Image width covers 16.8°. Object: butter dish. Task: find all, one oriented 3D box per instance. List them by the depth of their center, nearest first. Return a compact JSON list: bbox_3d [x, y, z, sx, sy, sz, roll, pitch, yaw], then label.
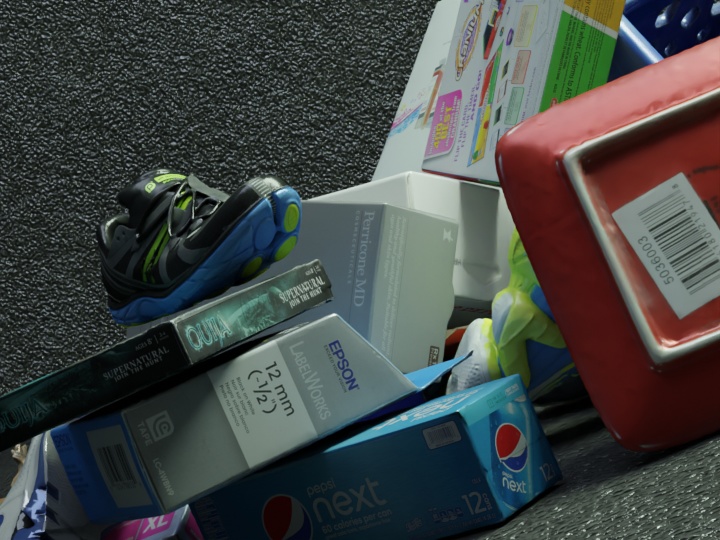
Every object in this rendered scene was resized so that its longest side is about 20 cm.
[{"bbox_3d":[0.196,-0.007,1.329,0.199,0.200,0.148,-22,-19,0],"label":"butter dish"}]

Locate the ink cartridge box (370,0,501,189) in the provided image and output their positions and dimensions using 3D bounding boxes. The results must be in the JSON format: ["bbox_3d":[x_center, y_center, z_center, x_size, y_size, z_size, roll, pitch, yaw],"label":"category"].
[{"bbox_3d":[0.118,-0.098,1.803,0.145,0.145,0.200,-15,51,57],"label":"ink cartridge box"}]

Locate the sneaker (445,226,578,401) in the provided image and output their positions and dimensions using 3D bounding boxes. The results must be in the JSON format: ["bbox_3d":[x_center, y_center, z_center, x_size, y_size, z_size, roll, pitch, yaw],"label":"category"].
[{"bbox_3d":[0.119,0.046,1.439,0.076,0.105,0.200,-83,13,-52],"label":"sneaker"}]

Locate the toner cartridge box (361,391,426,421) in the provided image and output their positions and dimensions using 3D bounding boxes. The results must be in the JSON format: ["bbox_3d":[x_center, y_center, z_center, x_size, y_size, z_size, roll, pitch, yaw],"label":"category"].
[{"bbox_3d":[-0.051,0.133,1.606,0.200,0.043,0.095,-26,7,-41],"label":"toner cartridge box"}]

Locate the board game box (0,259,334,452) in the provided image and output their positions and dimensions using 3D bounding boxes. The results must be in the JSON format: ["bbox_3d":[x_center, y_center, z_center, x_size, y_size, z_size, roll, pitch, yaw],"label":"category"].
[{"bbox_3d":[-0.109,0.045,1.327,0.135,0.028,0.200,-24,0,22],"label":"board game box"}]

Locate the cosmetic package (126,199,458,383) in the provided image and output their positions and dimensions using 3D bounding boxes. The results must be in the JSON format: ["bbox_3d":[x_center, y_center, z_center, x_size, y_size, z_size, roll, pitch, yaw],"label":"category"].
[{"bbox_3d":[-0.044,0.011,1.528,0.200,0.107,0.090,0,-8,39],"label":"cosmetic package"}]

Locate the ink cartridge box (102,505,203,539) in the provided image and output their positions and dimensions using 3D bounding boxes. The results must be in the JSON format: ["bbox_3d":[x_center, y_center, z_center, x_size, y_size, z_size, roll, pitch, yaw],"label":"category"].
[{"bbox_3d":[-0.127,0.132,1.511,0.119,0.042,0.200,-25,23,26],"label":"ink cartridge box"}]

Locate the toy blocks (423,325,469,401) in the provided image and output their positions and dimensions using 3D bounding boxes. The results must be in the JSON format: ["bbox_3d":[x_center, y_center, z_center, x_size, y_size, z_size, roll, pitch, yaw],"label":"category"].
[{"bbox_3d":[0.064,0.059,1.728,0.200,0.100,0.137,-5,28,46],"label":"toy blocks"}]

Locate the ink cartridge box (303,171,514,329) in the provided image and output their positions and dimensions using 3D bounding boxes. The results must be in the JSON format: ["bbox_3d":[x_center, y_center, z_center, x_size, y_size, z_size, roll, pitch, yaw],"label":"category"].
[{"bbox_3d":[0.000,0.000,1.641,0.200,0.084,0.146,-14,-13,35],"label":"ink cartridge box"}]

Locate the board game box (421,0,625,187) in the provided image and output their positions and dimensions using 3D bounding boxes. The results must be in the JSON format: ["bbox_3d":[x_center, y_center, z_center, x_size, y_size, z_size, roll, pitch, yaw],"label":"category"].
[{"bbox_3d":[0.104,-0.128,1.571,0.040,0.153,0.200,13,2,-17],"label":"board game box"}]

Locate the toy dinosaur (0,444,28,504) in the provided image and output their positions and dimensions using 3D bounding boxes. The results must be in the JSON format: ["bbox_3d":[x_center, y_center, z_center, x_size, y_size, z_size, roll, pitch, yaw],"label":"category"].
[{"bbox_3d":[-0.215,0.177,1.721,0.136,0.086,0.200,-11,15,38],"label":"toy dinosaur"}]

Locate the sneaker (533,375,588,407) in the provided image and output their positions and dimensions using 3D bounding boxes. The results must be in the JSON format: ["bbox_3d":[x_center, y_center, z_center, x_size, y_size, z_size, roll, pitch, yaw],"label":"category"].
[{"bbox_3d":[0.157,0.034,1.504,0.200,0.078,0.079,-20,-1,21],"label":"sneaker"}]

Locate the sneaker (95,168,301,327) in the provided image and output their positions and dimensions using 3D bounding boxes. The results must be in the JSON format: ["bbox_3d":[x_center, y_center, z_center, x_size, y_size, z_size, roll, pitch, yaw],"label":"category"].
[{"bbox_3d":[-0.103,-0.021,1.397,0.071,0.083,0.200,-23,1,-32],"label":"sneaker"}]

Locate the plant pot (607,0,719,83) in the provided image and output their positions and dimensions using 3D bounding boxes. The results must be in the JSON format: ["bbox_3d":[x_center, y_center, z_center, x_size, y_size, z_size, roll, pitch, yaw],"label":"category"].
[{"bbox_3d":[0.246,-0.085,1.625,0.200,0.200,0.180,-27,-21,-36],"label":"plant pot"}]

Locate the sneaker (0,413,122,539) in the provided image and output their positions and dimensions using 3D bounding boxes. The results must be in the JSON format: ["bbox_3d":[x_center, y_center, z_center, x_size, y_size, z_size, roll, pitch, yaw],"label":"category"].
[{"bbox_3d":[-0.201,0.168,1.401,0.115,0.081,0.199,-30,28,25],"label":"sneaker"}]

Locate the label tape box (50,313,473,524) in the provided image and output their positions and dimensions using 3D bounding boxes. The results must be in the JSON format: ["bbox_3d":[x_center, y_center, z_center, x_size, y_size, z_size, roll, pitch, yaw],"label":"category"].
[{"bbox_3d":[-0.056,0.071,1.354,0.200,0.066,0.143,-26,2,-23],"label":"label tape box"}]

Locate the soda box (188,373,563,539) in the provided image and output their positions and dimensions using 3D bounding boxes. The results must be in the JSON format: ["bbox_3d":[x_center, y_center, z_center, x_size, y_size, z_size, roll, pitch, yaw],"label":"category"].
[{"bbox_3d":[0.004,0.117,1.323,0.200,0.064,0.068,-19,5,37],"label":"soda box"}]
